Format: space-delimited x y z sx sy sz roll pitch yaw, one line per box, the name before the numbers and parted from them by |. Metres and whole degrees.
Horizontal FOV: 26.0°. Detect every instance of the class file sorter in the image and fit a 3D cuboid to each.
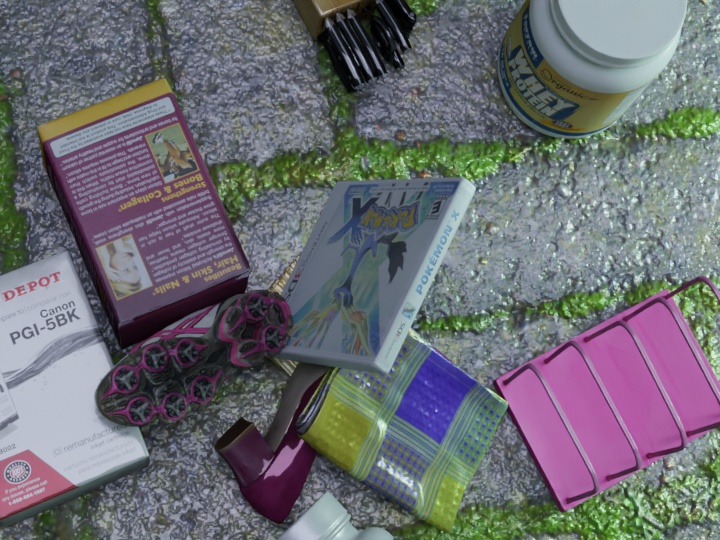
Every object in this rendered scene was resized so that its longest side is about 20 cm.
file sorter | 0.252 0.109 1.439 0.199 0.125 0.140 -26 82 -14

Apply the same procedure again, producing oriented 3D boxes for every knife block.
knife block | -0.037 -0.269 1.519 0.198 0.064 0.177 19 74 -4

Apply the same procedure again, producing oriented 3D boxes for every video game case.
video game case | 0.000 0.000 1.384 0.022 0.199 0.184 35 72 -30

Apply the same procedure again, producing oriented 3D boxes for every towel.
towel | 0.041 0.133 1.409 0.200 0.023 0.144 39 71 -27

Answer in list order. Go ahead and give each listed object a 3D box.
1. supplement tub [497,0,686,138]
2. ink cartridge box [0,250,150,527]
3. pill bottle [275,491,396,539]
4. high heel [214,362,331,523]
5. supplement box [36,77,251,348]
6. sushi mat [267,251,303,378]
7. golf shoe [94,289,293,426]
supplement tub | 0.217 -0.221 1.476 0.143 0.200 0.146 2 76 -8
ink cartridge box | -0.288 0.104 1.380 0.146 0.083 0.202 -22 81 -12
pill bottle | 0.007 0.296 1.359 0.119 0.120 0.200 -41 85 -15
high heel | -0.034 0.135 1.425 0.199 0.067 0.097 -38 110 -8
supplement box | -0.198 -0.051 1.421 0.130 0.103 0.202 -21 79 -13
sushi mat | -0.016 0.084 1.462 0.200 0.012 0.096 44 75 4
golf shoe | -0.154 0.082 1.373 0.199 0.092 0.073 -27 100 -35
